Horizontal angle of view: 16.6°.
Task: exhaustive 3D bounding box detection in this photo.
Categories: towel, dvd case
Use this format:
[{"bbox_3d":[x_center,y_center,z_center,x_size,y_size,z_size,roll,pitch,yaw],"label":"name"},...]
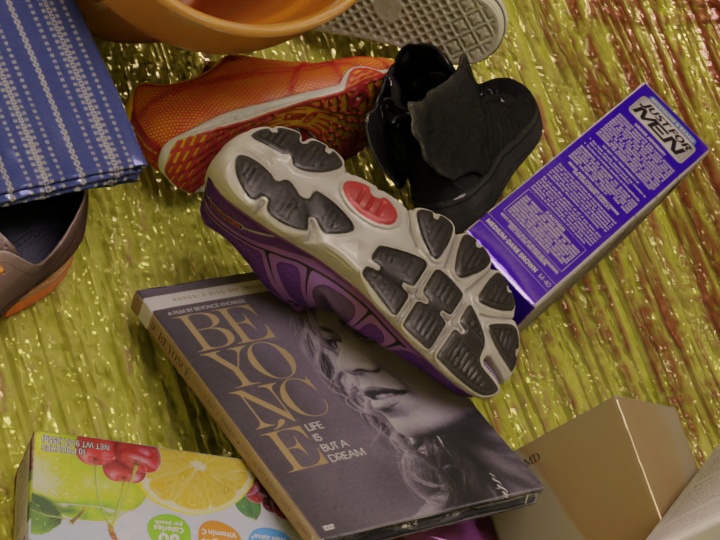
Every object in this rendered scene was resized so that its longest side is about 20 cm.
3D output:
[{"bbox_3d":[-0.220,-0.091,1.276,0.199,0.024,0.146,-14,71,-36],"label":"towel"},{"bbox_3d":[-0.014,0.067,1.326,0.148,0.016,0.200,-9,44,-35],"label":"dvd case"}]

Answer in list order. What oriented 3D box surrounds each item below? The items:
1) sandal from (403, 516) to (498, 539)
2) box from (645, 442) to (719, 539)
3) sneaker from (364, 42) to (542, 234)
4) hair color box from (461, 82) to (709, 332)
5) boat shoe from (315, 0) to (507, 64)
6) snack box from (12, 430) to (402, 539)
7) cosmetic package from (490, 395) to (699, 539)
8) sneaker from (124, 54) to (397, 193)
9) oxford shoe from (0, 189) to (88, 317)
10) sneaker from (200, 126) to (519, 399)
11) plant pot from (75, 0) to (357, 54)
[{"bbox_3d":[0.007,0.096,1.356,0.202,0.050,0.083,34,48,-4],"label":"sandal"},{"bbox_3d":[0.244,0.160,1.280,0.153,0.106,0.200,60,26,-1],"label":"box"},{"bbox_3d":[0.055,-0.095,1.461,0.200,0.060,0.105,-61,137,-53],"label":"sneaker"},{"bbox_3d":[0.111,-0.020,1.456,0.065,0.109,0.200,47,48,6],"label":"hair color box"},{"bbox_3d":[-0.002,-0.184,1.529,0.199,0.075,0.062,19,29,1],"label":"boat shoe"},{"bbox_3d":[-0.076,0.166,1.249,0.199,0.053,0.143,9,55,-17],"label":"snack box"},{"bbox_3d":[0.147,0.180,1.327,0.071,0.105,0.201,15,49,-53],"label":"cosmetic package"},{"bbox_3d":[-0.049,-0.103,1.453,0.199,0.073,0.077,-11,49,-40],"label":"sneaker"},{"bbox_3d":[-0.215,0.007,1.275,0.071,0.073,0.200,42,48,2],"label":"oxford shoe"},{"bbox_3d":[0.000,0.000,1.351,0.200,0.083,0.081,38,54,0],"label":"sneaker"},{"bbox_3d":[-0.104,-0.209,1.396,0.199,0.183,0.202,5,79,-27],"label":"plant pot"}]
